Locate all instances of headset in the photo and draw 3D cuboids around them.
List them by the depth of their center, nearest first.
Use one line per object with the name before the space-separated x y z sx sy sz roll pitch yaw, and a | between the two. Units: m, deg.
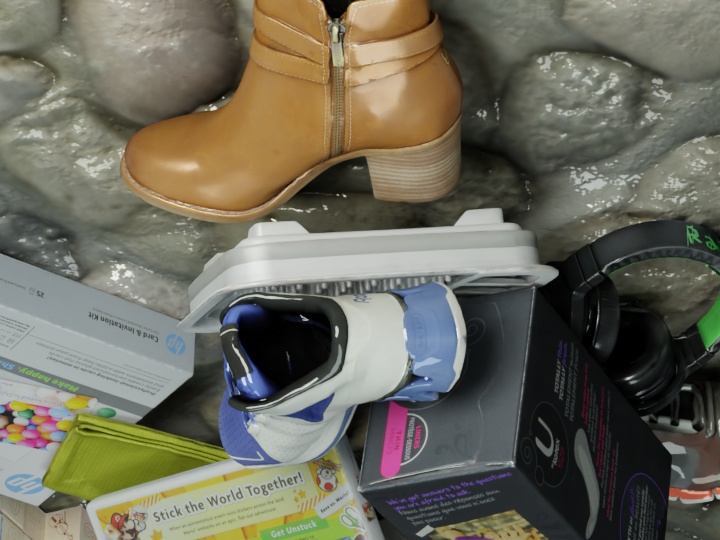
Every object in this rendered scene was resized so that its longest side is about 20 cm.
headset | 0.141 0.033 1.733 0.200 0.094 0.123 -37 133 21

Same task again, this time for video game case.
video game case | -0.063 0.208 1.787 0.199 0.183 0.023 -18 -175 32

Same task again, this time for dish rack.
dish rack | 0.000 0.000 1.629 0.199 0.044 0.172 -4 172 -15

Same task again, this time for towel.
towel | -0.101 0.144 1.835 0.199 0.018 0.086 16 138 -14

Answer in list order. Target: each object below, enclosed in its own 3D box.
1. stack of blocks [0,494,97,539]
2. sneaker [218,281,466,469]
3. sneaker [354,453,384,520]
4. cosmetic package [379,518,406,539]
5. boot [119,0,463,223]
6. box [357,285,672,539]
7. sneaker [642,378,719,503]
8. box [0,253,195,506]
stack of blocks | -0.238 0.206 1.975 0.114 0.059 0.200 -15 142 21
sneaker | -0.042 0.050 1.576 0.115 0.081 0.199 5 160 -33
sneaker | 0.003 0.194 1.956 0.093 0.071 0.200 -12 141 28
cosmetic package | 0.029 0.240 1.876 0.051 0.152 0.199 21 -155 39
boot | -0.045 -0.101 1.522 0.199 0.077 0.156 3 140 14
box | 0.094 0.117 1.664 0.105 0.123 0.200 -10 142 27
sneaker | 0.186 0.099 1.806 0.199 0.077 0.082 -12 137 16
box | -0.222 0.071 1.797 0.155 0.041 0.200 22 141 -28
